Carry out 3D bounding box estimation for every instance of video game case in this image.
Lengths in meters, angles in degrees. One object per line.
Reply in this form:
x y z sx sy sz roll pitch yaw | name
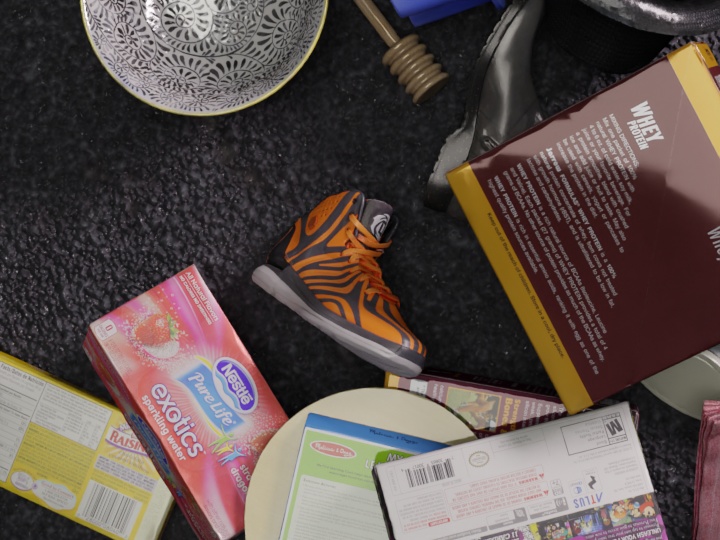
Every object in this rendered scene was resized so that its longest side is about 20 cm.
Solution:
0.125 0.207 1.241 0.199 0.036 0.182 -14 77 -8 | video game case

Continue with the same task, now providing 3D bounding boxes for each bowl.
-0.117 -0.220 1.370 0.200 0.094 0.202 0 90 7 | bowl

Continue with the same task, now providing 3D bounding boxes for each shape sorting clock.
0.011 0.189 1.294 0.199 0.039 0.201 0 91 3 | shape sorting clock

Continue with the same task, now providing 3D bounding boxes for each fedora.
0.197 -0.216 1.300 0.200 0.201 0.092 31 130 7 | fedora

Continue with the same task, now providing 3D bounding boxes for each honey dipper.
-0.001 -0.224 1.388 0.038 0.038 0.200 -38 81 6 | honey dipper

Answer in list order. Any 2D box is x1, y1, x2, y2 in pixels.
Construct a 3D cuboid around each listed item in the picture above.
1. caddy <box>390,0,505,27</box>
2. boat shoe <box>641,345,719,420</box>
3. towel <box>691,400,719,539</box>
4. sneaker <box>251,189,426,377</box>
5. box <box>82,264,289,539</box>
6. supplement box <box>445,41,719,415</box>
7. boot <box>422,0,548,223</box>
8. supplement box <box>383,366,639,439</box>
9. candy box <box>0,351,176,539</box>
0.051 -0.287 1.324 0.105 0.141 0.201 -24 88 10 | caddy
0.301 0.083 1.341 0.199 0.073 0.062 23 50 14 | boat shoe
0.357 0.162 1.305 0.199 0.023 0.145 1 126 8 | towel
0.000 0.000 1.326 0.200 0.078 0.112 33 88 44 | sneaker
-0.127 0.111 1.358 0.102 0.095 0.201 -30 85 -18 | box
0.204 -0.035 1.242 0.199 0.133 0.198 -28 90 17 | supplement box
0.143 -0.116 1.356 0.131 0.070 0.201 22 104 4 | boot
0.113 0.144 1.343 0.199 0.086 0.111 10 92 8 | supplement box
-0.243 0.150 1.422 0.199 0.026 0.103 24 89 7 | candy box
